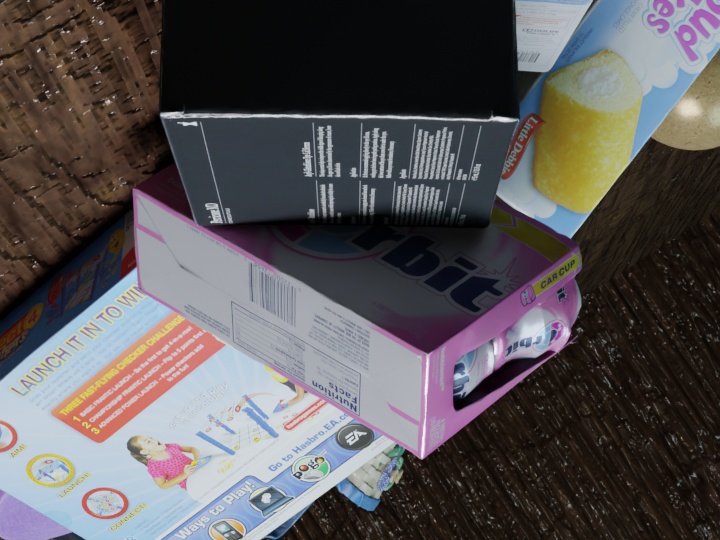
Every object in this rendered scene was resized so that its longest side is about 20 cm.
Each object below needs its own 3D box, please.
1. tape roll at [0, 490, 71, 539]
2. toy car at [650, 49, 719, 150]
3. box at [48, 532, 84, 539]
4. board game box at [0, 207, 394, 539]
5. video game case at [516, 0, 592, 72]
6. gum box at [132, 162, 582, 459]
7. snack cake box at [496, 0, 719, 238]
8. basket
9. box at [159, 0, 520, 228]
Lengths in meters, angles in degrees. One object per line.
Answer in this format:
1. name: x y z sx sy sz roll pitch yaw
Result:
1. tape roll: -0.161 0.091 1.440 0.200 0.066 0.200 -31 160 -12
2. toy car: 0.194 -0.136 1.304 0.200 0.158 0.164 -29 180 -2
3. box: -0.173 0.190 1.595 0.104 0.200 0.148 -28 171 -26
4. board game box: -0.109 0.076 1.279 0.200 0.196 0.056 -37 -147 27
5. video game case: 0.034 -0.131 0.957 0.143 0.018 0.200 3 164 -8
6. gum box: 0.000 0.000 1.082 0.113 0.200 0.066 -34 140 -37
7. snack cake box: 0.138 -0.122 1.167 0.200 0.067 0.115 -53 -173 13
8. basket: -0.040 0.199 2.303 0.200 0.139 0.176 -44 171 4
9. box: -0.009 -0.074 0.963 0.141 0.079 0.200 -2 169 -1
